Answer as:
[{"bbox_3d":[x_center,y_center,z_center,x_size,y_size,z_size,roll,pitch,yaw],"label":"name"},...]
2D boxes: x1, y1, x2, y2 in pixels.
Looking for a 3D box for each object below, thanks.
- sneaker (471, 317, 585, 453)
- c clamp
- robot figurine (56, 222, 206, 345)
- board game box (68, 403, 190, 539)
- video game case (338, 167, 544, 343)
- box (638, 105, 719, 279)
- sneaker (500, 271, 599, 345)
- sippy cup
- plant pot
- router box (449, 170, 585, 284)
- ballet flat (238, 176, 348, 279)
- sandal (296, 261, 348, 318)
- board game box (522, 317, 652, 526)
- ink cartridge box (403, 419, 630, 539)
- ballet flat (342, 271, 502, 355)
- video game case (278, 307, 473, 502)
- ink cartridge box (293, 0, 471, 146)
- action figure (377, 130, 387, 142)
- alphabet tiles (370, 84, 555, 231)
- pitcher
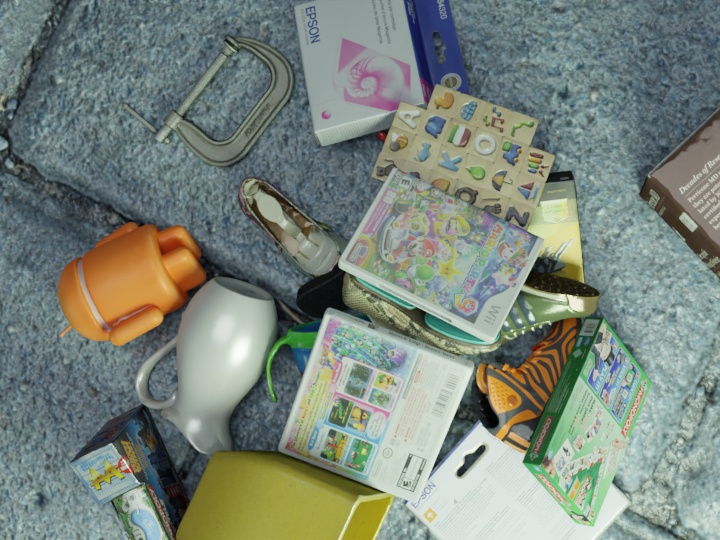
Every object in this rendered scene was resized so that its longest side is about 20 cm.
[{"bbox_3d":[0.200,0.115,1.510,0.111,0.078,0.201,23,57,-2],"label":"sneaker"},{"bbox_3d":[-0.191,-0.230,1.660,0.171,0.027,0.200,45,93,10],"label":"c clamp"},{"bbox_3d":[-0.298,0.015,1.614,0.199,0.117,0.145,-25,88,5],"label":"robot figurine"},{"bbox_3d":[-0.276,0.265,1.546,0.061,0.200,0.201,-26,82,5],"label":"board game box"},{"bbox_3d":[0.094,-0.020,1.462,0.199,0.018,0.144,26,66,10],"label":"video game case"},{"bbox_3d":[0.455,-0.083,1.478,0.164,0.166,0.200,-43,80,4],"label":"box"},{"bbox_3d":[0.179,0.048,1.509,0.198,0.067,0.091,10,109,9],"label":"sneaker"},{"bbox_3d":[-0.016,0.129,1.559,0.177,0.139,0.132,-4,95,31],"label":"sippy cup"},{"bbox_3d":[-0.102,0.312,1.526,0.199,0.195,0.196,25,89,16],"label":"plant pot"},{"bbox_3d":[0.170,-0.029,1.548,0.198,0.052,0.159,-7,106,7],"label":"router box"},{"bbox_3d":[-0.082,-0.047,1.606,0.200,0.071,0.069,41,91,9],"label":"ballet flat"},{"bbox_3d":[-0.001,0.000,1.564,0.199,0.075,0.048,-23,43,35],"label":"sandal"},{"bbox_3d":[0.267,0.175,1.474,0.029,0.135,0.201,1,53,44],"label":"board game box"},{"bbox_3d":[0.190,0.282,1.546,0.200,0.043,0.197,43,92,12],"label":"ink cartridge box"},{"bbox_3d":[0.068,0.057,1.480,0.199,0.068,0.076,25,134,9],"label":"ballet flat"},{"bbox_3d":[0.015,0.160,1.484,0.181,0.024,0.201,21,116,1],"label":"video game case"},{"bbox_3d":[0.025,-0.271,1.593,0.198,0.043,0.198,-15,63,9],"label":"ink cartridge box"},{"bbox_3d":[0.102,-0.104,1.595,0.065,0.052,0.201,-36,86,10],"label":"action figure"},{"bbox_3d":[0.121,-0.124,1.509,0.199,0.006,0.168,21,86,10],"label":"alphabet tiles"},{"bbox_3d":[-0.198,0.106,1.599,0.171,0.121,0.202,25,101,25],"label":"pitcher"}]
